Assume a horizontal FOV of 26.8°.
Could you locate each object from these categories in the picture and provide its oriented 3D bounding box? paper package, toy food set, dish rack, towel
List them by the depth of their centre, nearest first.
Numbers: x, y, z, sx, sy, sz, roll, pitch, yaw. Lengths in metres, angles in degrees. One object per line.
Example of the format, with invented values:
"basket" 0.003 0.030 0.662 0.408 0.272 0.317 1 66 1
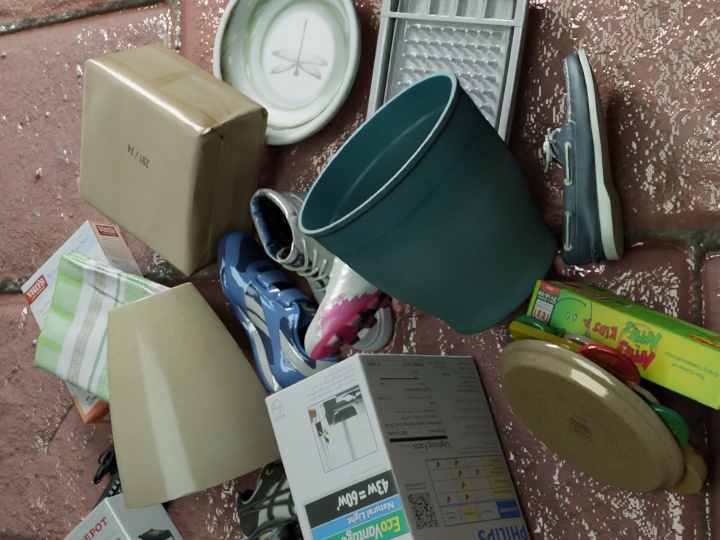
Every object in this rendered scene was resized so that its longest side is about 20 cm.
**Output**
"toy food set" 0.208 0.124 1.338 0.199 0.198 0.049 22 62 40
"dish rack" 0.092 -0.202 1.518 0.171 0.043 0.201 11 93 35
"paper package" -0.209 -0.126 1.660 0.200 0.103 0.191 34 129 31
"towel" -0.286 0.072 1.712 0.199 0.031 0.150 19 94 32

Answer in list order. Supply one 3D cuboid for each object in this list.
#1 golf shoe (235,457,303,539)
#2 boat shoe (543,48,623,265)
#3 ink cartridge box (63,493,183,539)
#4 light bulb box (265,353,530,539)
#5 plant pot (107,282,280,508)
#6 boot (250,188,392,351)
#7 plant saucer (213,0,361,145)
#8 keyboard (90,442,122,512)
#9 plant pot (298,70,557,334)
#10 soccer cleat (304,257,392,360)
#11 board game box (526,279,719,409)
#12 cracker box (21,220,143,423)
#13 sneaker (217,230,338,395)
"golf shoe" -0.063 0.224 1.582 0.200 0.078 0.095 -40 65 26
"boat shoe" 0.204 -0.105 1.413 0.061 0.075 0.201 -8 91 19
"ink cartridge box" -0.252 0.367 1.692 0.146 0.083 0.200 -44 71 26
"light bulb box" 0.039 0.193 1.435 0.124 0.198 0.201 -27 70 33
"plant pot" -0.190 0.122 1.584 0.187 0.187 0.201 -19 91 33
"boot" -0.049 -0.001 1.573 0.074 0.095 0.200 -45 63 25
"plant saucer" -0.071 -0.234 1.633 0.199 0.050 0.201 -2 86 35
"keyboard" -0.274 0.244 1.756 0.104 0.040 0.200 43 110 29
"plant pot" 0.078 -0.049 1.410 0.200 0.200 0.188 -37 111 28
"soccer cleat" 0.000 0.000 1.522 0.086 0.070 0.200 40 80 15
"board game box" 0.257 0.064 1.345 0.199 0.101 0.048 23 101 35
"cracker box" -0.305 0.061 1.778 0.134 0.058 0.201 -41 66 25
"sneaker" -0.086 0.040 1.615 0.082 0.074 0.201 -33 77 30
